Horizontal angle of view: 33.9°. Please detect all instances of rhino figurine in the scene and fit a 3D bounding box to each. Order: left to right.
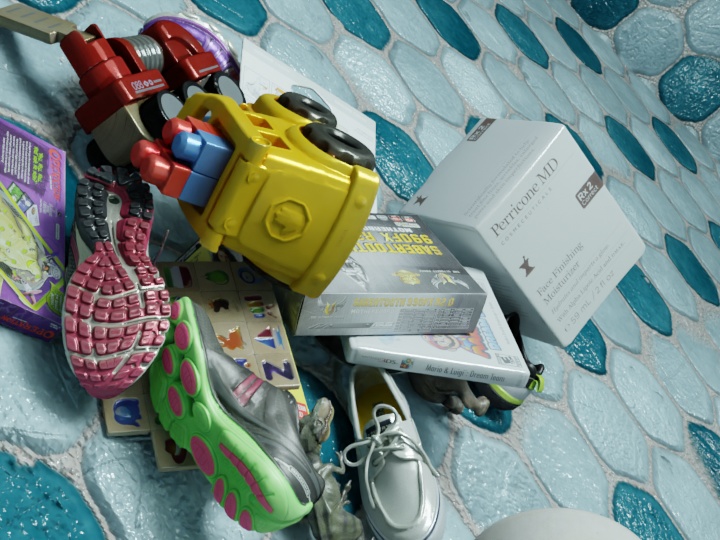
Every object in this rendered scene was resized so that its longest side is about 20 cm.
[{"bbox_3d":[0.081,0.071,1.286,0.087,0.060,0.201,34,29,-32],"label":"rhino figurine"}]

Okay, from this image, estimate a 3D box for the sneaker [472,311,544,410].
[{"bbox_3d":[0.149,0.067,1.358,0.071,0.083,0.201,9,42,-52],"label":"sneaker"}]

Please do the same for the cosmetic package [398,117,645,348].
[{"bbox_3d":[0.187,-0.047,1.373,0.200,0.165,0.165,49,-16,-28],"label":"cosmetic package"}]

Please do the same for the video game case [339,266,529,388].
[{"bbox_3d":[0.060,0.042,1.184,0.180,0.024,0.200,10,28,-15],"label":"video game case"}]

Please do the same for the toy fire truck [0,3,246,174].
[{"bbox_3d":[-0.234,-0.195,1.120,0.201,0.128,0.176,58,27,-4],"label":"toy fire truck"}]

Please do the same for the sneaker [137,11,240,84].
[{"bbox_3d":[-0.156,-0.191,1.254,0.200,0.081,0.084,42,34,-14],"label":"sneaker"}]

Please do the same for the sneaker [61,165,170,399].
[{"bbox_3d":[-0.192,0.014,0.923,0.080,0.075,0.201,8,49,-17],"label":"sneaker"}]

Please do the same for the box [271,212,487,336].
[{"bbox_3d":[0.000,0.000,1.149,0.198,0.049,0.159,1,30,-27],"label":"box"}]

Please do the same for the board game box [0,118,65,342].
[{"bbox_3d":[-0.287,-0.046,0.926,0.119,0.032,0.201,25,36,-34],"label":"board game box"}]

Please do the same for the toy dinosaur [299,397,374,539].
[{"bbox_3d":[-0.018,0.209,0.973,0.088,0.047,0.202,23,52,-68],"label":"toy dinosaur"}]

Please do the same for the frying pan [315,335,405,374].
[{"bbox_3d":[0.046,0.071,1.185,0.188,0.031,0.115,13,31,-5],"label":"frying pan"}]

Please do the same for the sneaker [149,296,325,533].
[{"bbox_3d":[-0.096,0.108,0.895,0.083,0.077,0.201,-3,53,-49],"label":"sneaker"}]

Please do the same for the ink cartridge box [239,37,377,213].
[{"bbox_3d":[-0.066,-0.128,1.256,0.199,0.043,0.175,29,45,-34],"label":"ink cartridge box"}]

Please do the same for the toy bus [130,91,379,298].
[{"bbox_3d":[-0.108,-0.088,1.010,0.191,0.136,0.200,17,21,-32],"label":"toy bus"}]

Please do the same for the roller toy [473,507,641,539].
[{"bbox_3d":[0.167,0.304,0.977,0.182,0.199,0.140,45,28,-20],"label":"roller toy"}]

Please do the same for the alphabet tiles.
[{"bbox_3d":[-0.133,0.071,0.956,0.166,0.008,0.201,0,51,-26],"label":"alphabet tiles"}]

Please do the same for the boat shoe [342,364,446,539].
[{"bbox_3d":[0.024,0.155,1.048,0.203,0.074,0.086,-101,169,-48],"label":"boat shoe"}]

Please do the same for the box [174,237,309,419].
[{"bbox_3d":[-0.104,0.064,1.031,0.075,0.050,0.201,21,40,-42],"label":"box"}]
